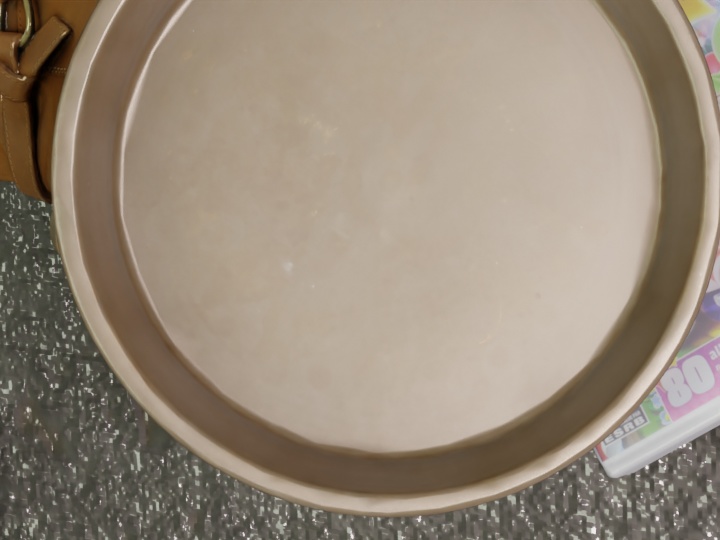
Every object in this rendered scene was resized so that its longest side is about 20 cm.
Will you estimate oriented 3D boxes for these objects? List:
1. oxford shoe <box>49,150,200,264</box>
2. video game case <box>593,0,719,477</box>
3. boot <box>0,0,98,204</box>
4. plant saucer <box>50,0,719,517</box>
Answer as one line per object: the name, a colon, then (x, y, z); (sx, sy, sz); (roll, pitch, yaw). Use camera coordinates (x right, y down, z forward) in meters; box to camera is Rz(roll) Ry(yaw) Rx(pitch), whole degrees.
oxford shoe: (0.000, 0.000, 0.840); (0.071, 0.199, 0.072); (-115, 40, -50)
video game case: (0.090, -0.057, 0.806); (0.143, 0.018, 0.201); (-32, 76, 29)
boot: (-0.086, -0.113, 0.901); (0.155, 0.077, 0.201); (13, 112, 44)
plant saucer: (0.008, -0.028, 0.784); (0.199, 0.029, 0.201); (0, 89, 0)
